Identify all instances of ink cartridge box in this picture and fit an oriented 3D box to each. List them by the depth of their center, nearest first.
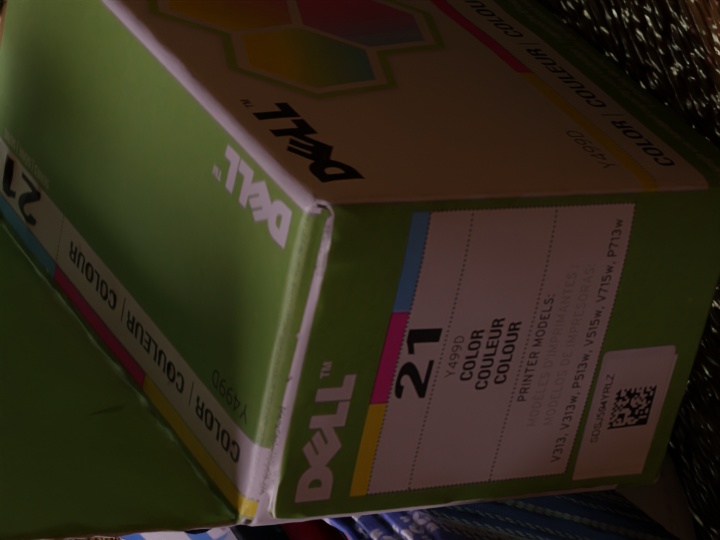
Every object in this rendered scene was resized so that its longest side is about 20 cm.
[{"bbox_3d":[-0.047,-0.015,0.562,0.148,0.200,0.076,46,130,48],"label":"ink cartridge box"}]

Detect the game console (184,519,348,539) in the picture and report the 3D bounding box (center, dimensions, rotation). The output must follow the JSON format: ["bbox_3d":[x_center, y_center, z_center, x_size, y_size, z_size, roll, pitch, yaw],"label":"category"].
[{"bbox_3d":[-0.082,0.062,0.736,0.172,0.119,0.200,58,179,-26],"label":"game console"}]

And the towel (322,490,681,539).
[{"bbox_3d":[-0.002,0.035,0.650,0.200,0.024,0.145,36,-168,38],"label":"towel"}]

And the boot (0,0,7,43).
[{"bbox_3d":[-0.184,-0.092,1.118,0.200,0.155,0.073,-123,19,-53],"label":"boot"}]

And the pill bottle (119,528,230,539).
[{"bbox_3d":[-0.005,0.104,1.008,0.200,0.112,0.112,49,175,-23],"label":"pill bottle"}]

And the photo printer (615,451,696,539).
[{"bbox_3d":[0.070,0.140,0.756,0.200,0.069,0.166,71,-170,-57],"label":"photo printer"}]

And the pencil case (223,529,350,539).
[{"bbox_3d":[-0.012,0.122,0.896,0.091,0.200,0.083,42,-157,20],"label":"pencil case"}]
